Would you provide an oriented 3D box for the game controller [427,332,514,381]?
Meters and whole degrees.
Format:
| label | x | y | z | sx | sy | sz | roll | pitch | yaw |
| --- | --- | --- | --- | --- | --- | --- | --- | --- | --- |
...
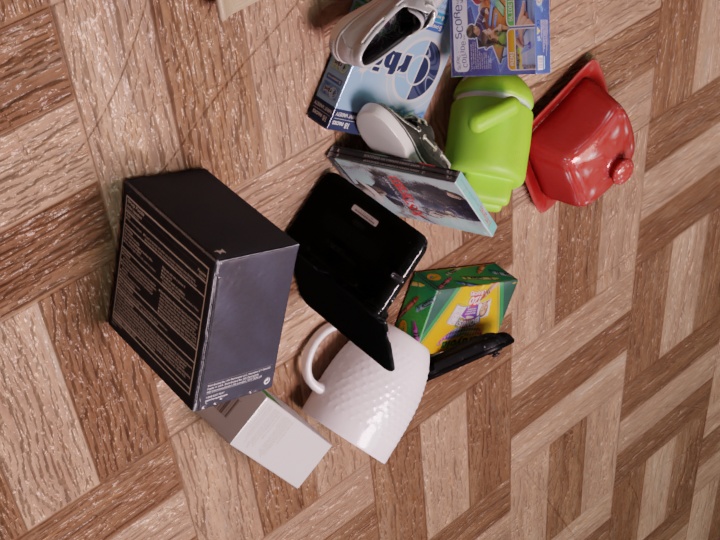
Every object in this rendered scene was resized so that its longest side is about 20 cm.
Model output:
| label | x | y | z | sx | sy | sz | roll | pitch | yaw |
| --- | --- | --- | --- | --- | --- | --- | --- | --- | --- |
| game controller | 0.146 | 0.146 | 1.953 | 0.199 | 0.043 | 0.104 | -26 | 165 | 25 |

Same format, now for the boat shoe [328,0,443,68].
| label | x | y | z | sx | sy | sz | roll | pitch | yaw |
| --- | --- | --- | --- | --- | --- | --- | --- | --- | --- |
| boat shoe | 0.054 | -0.307 | 1.480 | 0.199 | 0.068 | 0.072 | -34 | 138 | -23 |

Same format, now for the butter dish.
| label | x | y | z | sx | sy | sz | roll | pitch | yaw |
| --- | --- | --- | --- | --- | --- | --- | --- | --- | --- |
| butter dish | 0.356 | -0.181 | 1.915 | 0.200 | 0.148 | 0.200 | -45 | 142 | -10 |

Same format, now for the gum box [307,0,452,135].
| label | x | y | z | sx | sy | sz | roll | pitch | yaw |
| --- | --- | --- | --- | --- | --- | --- | --- | --- | --- |
| gum box | 0.038 | -0.269 | 1.587 | 0.169 | 0.044 | 0.202 | 3 | 116 | -48 |

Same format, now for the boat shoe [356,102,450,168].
| label | x | y | z | sx | sy | sz | roll | pitch | yaw |
| --- | --- | --- | --- | --- | --- | --- | --- | --- | --- |
| boat shoe | 0.059 | -0.167 | 1.605 | 0.064 | 0.070 | 0.200 | -61 | 144 | -14 |

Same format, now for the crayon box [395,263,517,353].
| label | x | y | z | sx | sy | sz | roll | pitch | yaw |
| --- | --- | --- | --- | --- | --- | --- | --- | --- | --- |
| crayon box | 0.149 | 0.060 | 1.957 | 0.199 | 0.058 | 0.120 | -7 | 124 | -45 |

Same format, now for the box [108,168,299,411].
| label | x | y | z | sx | sy | sz | roll | pitch | yaw |
| --- | --- | --- | --- | --- | --- | --- | --- | --- | --- |
| box | -0.185 | 0.017 | 1.444 | 0.122 | 0.200 | 0.200 | -15 | 129 | -39 |

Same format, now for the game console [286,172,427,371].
| label | x | y | z | sx | sy | sz | roll | pitch | yaw |
| --- | --- | --- | --- | --- | --- | --- | --- | --- | --- |
| game console | 0.000 | 0.000 | 1.631 | 0.177 | 0.200 | 0.116 | -56 | 144 | 4 |

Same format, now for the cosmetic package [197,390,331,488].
| label | x | y | z | sx | sy | sz | roll | pitch | yaw |
| --- | --- | --- | --- | --- | --- | --- | --- | --- | --- |
| cosmetic package | -0.138 | 0.215 | 1.732 | 0.085 | 0.107 | 0.200 | -51 | 145 | -4 |

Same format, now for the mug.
| label | x | y | z | sx | sy | sz | roll | pitch | yaw |
| --- | --- | --- | --- | --- | --- | --- | --- | --- | --- |
| mug | 0.001 | 0.156 | 1.823 | 0.199 | 0.147 | 0.176 | 35 | 83 | -23 |

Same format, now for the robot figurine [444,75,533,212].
| label | x | y | z | sx | sy | sz | roll | pitch | yaw |
| --- | --- | --- | --- | --- | --- | --- | --- | --- | --- |
| robot figurine | 0.177 | -0.187 | 1.711 | 0.175 | 0.114 | 0.202 | 123 | -24 | -80 |

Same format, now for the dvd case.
| label | x | y | z | sx | sy | sz | roll | pitch | yaw |
| --- | --- | --- | --- | --- | --- | --- | --- | --- | --- |
| dvd case | 0.068 | -0.103 | 1.627 | 0.022 | 0.198 | 0.146 | -64 | 146 | -16 |

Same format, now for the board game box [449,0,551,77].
| label | x | y | z | sx | sy | sz | roll | pitch | yaw |
| --- | --- | --- | --- | --- | --- | --- | --- | --- | --- |
| board game box | 0.169 | -0.343 | 1.536 | 0.034 | 0.134 | 0.203 | -13 | 104 | -46 |

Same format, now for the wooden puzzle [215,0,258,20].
| label | x | y | z | sx | sy | sz | roll | pitch | yaw |
| --- | --- | --- | --- | --- | --- | --- | --- | --- | --- |
| wooden puzzle | -0.099 | -0.393 | 1.352 | 0.199 | 0.037 | 0.186 | -37 | 140 | -28 |
